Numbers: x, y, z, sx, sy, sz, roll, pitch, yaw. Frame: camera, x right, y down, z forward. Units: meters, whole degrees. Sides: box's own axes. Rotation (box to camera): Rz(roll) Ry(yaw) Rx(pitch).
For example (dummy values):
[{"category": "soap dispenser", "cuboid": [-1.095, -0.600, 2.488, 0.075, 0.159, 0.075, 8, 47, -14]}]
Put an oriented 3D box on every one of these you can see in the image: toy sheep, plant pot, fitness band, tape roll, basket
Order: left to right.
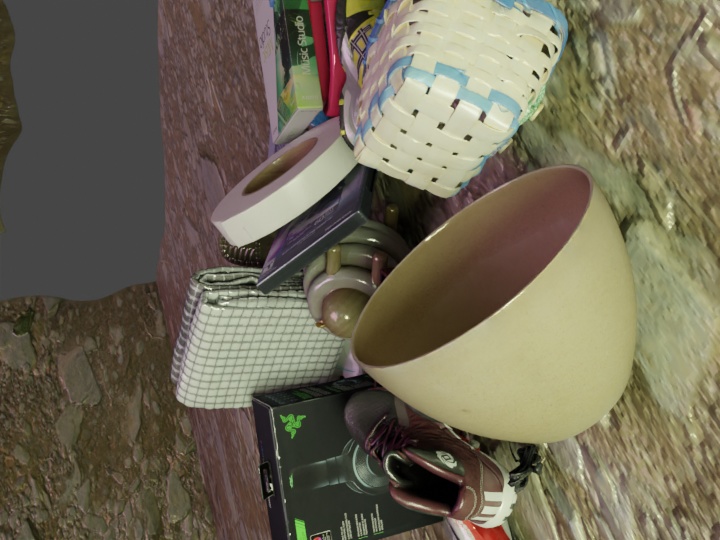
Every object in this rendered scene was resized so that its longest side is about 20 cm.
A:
[{"category": "tape roll", "cuboid": [-0.082, -0.104, 0.874, 0.037, 0.203, 0.203, 54, 167, -20]}, {"category": "fitness band", "cuboid": [-0.041, -0.282, 0.903, 0.144, 0.037, 0.200, -173, 75, -71]}, {"category": "toy sheep", "cuboid": [0.000, 0.000, 0.845, 0.200, 0.138, 0.138, -68, -10, -51]}, {"category": "basket", "cuboid": [0.076, -0.170, 0.601, 0.176, 0.139, 0.200, 131, 155, -66]}, {"category": "plant pot", "cuboid": [0.112, 0.041, 0.537, 0.134, 0.200, 0.200, 48, 164, -15]}]

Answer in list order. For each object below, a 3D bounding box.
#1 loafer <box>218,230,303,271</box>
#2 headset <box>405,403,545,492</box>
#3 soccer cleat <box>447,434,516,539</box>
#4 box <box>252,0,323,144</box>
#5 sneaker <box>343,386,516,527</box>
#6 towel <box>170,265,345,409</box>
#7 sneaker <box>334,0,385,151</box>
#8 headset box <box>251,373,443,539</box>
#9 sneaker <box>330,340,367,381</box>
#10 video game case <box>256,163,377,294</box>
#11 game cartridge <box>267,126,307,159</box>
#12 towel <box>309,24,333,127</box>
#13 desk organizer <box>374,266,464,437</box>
[{"category": "loafer", "cuboid": [-0.075, -0.034, 0.965, 0.067, 0.200, 0.076, -83, 7, -58]}, {"category": "headset", "cuboid": [0.087, 0.094, 0.670, 0.123, 0.094, 0.200, -41, 87, 31]}, {"category": "soccer cleat", "cuboid": [0.113, 0.252, 0.736, 0.200, 0.069, 0.085, 61, 147, 33]}, {"category": "box", "cuboid": [-0.093, -0.272, 0.946, 0.144, 0.036, 0.200, 155, 106, -71]}, {"category": "sneaker", "cuboid": [0.037, 0.157, 0.687, 0.200, 0.115, 0.076, 24, 92, 39]}, {"category": "towel", "cuboid": [-0.119, 0.077, 0.925, 0.086, 0.200, 0.166, 57, 136, 45]}, {"category": "sneaker", "cuboid": [0.022, -0.223, 0.811, 0.076, 0.075, 0.200, -8, 84, 35]}, {"category": "headset box", "cuboid": [-0.022, 0.218, 0.883, 0.093, 0.200, 0.174, 176, 87, -69]}, {"category": "sneaker", "cuboid": [-0.032, 0.123, 1.032, 0.200, 0.070, 0.080, 158, 117, -69]}, {"category": "video game case", "cuboid": [-0.039, -0.069, 0.836, 0.143, 0.019, 0.200, -35, 23, 25]}, {"category": "game cartridge", "cuboid": [-0.097, -0.146, 1.165, 0.133, 0.041, 0.200, 96, 155, -43]}, {"category": "towel", "cuboid": [-0.026, -0.223, 0.974, 0.200, 0.022, 0.147, -129, 36, -52]}, {"category": "desk organizer", "cuboid": [0.063, 0.094, 0.786, 0.072, 0.077, 0.200, -134, 41, -56]}]
